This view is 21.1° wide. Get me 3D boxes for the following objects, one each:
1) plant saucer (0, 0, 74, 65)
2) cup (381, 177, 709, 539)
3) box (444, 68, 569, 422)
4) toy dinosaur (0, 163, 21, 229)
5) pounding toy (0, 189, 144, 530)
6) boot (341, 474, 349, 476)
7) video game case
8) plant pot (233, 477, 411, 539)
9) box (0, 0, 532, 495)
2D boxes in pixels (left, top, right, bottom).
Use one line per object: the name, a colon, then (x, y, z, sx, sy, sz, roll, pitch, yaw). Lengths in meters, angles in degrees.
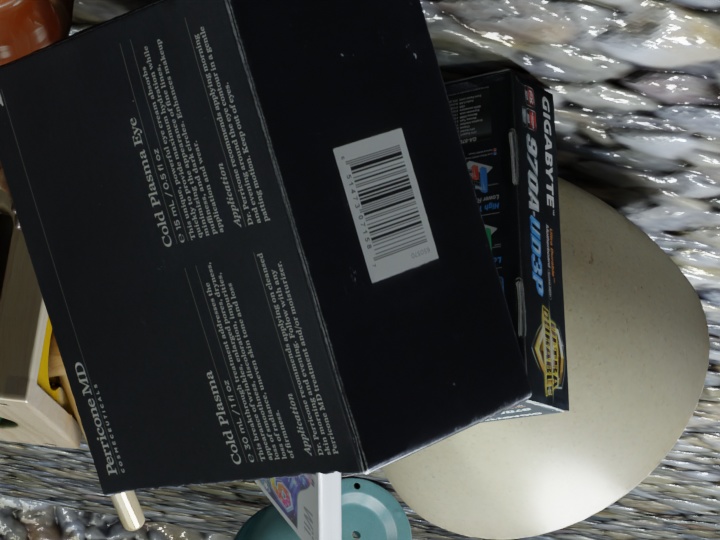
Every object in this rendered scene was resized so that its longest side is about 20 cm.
plant saucer: (-0.223, -0.135, 0.836, 0.200, 0.032, 0.200, 7, 167, 2)
cup: (0.067, 0.021, 1.024, 0.200, 0.201, 0.143, -2, 144, 32)
box: (0.000, 0.000, 0.941, 0.200, 0.159, 0.046, -10, 163, 30)
toy dinosaur: (-0.233, -0.070, 0.966, 0.135, 0.086, 0.200, 20, -151, 15)
pounding toy: (-0.199, 0.039, 1.157, 0.142, 0.200, 0.184, 6, 166, 5)
boot: (-0.042, 0.072, 1.306, 0.064, 0.187, 0.200, -25, 164, -7)
video game case: (-0.073, 0.068, 1.193, 0.018, 0.200, 0.143, -25, 140, -24)
plant pot: (-0.035, 0.337, 2.289, 0.200, 0.200, 0.188, 12, 150, -18)
box: (-0.049, -0.018, 0.817, 0.104, 0.200, 0.182, -20, -174, -42)
